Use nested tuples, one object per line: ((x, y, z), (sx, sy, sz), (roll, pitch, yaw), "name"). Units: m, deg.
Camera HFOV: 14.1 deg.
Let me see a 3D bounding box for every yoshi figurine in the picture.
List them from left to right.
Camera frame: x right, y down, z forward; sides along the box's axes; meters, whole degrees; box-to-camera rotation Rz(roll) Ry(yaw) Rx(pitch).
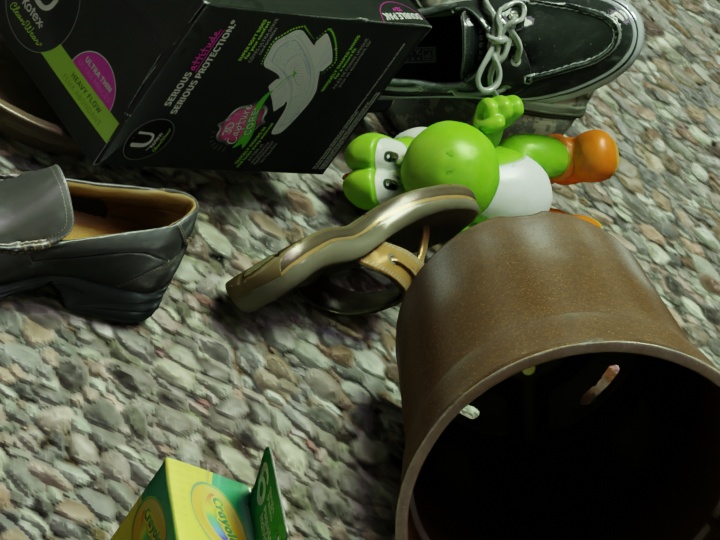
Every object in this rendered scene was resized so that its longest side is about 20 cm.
((0.083, -0.051, 1.800), (0.199, 0.112, 0.113), (5, 47, -41), "yoshi figurine")

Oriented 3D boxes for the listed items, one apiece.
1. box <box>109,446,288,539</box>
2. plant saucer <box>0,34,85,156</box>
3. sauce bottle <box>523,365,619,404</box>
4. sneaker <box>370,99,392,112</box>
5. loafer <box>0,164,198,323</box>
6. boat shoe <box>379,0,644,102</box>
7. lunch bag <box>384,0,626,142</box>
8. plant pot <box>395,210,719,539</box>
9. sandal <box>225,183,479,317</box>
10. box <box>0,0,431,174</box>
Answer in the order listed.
((-0.087, 0.168, 1.155), (0.048, 0.200, 0.118), (22, 30, -27), "box")
((-0.198, -0.133, 1.675), (0.199, 0.030, 0.200), (28, 28, -16), "plant saucer")
((0.127, 0.056, 1.728), (0.200, 0.066, 0.066), (38, 27, 2), "sauce bottle")
((-0.048, -0.174, 1.896), (0.082, 0.070, 0.200), (-13, 53, -28), "sneaker")
((-0.173, -0.028, 1.495), (0.199, 0.072, 0.073), (8, 40, -43), "loafer")
((0.077, -0.141, 1.802), (0.198, 0.074, 0.068), (1, 1, 5), "boat shoe")
((0.079, -0.188, 1.934), (0.139, 0.168, 0.200), (10, 37, -42), "lunch bag")
((0.105, 0.077, 1.547), (0.199, 0.201, 0.199), (26, 22, -20), "plant pot")
((0.000, 0.000, 1.660), (0.200, 0.080, 0.054), (-22, 81, -52), "sandal")
((-0.090, -0.149, 1.664), (0.199, 0.124, 0.149), (0, 45, -51), "box")
